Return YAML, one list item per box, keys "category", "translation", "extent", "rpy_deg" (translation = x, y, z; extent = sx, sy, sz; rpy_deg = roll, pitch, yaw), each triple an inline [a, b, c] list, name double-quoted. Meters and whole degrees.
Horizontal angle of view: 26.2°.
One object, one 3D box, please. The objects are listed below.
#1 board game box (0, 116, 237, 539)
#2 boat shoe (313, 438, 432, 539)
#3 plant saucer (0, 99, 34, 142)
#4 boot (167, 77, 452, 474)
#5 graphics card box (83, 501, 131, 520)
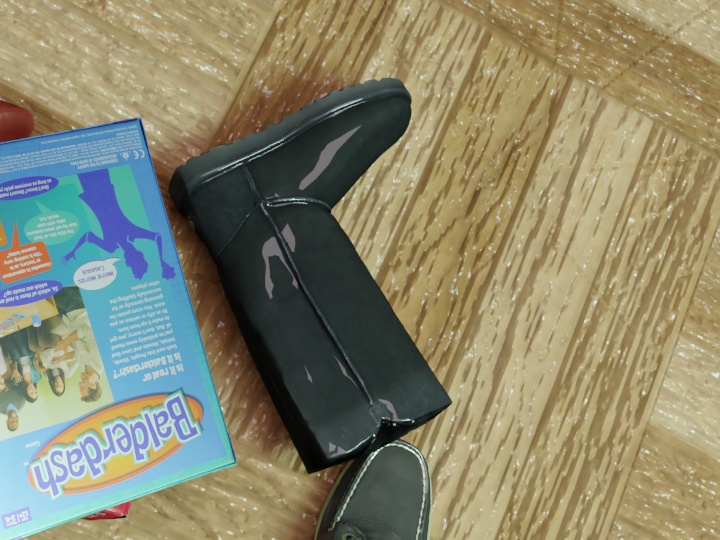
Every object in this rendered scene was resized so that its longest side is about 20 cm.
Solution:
- category: "board game box"
  translation: [-0.163, 0.030, 0.822]
  extent: [0.152, 0.045, 0.201]
  rpy_deg: [-14, 88, -36]
- category: "boat shoe"
  translation: [0.001, 0.187, 0.889]
  extent: [0.071, 0.066, 0.202]
  rpy_deg: [24, 68, -6]
- category: "plant saucer"
  translation: [-0.306, -0.040, 0.874]
  extent: [0.199, 0.037, 0.201]
  rpy_deg: [19, 70, -12]
- category: "boot"
  translation: [-0.001, 0.000, 0.925]
  extent: [0.164, 0.066, 0.201]
  rpy_deg: [-26, 71, -10]
- category: "graphics card box"
  translation: [-0.210, 0.053, 0.843]
  extent: [0.199, 0.051, 0.126]
  rpy_deg: [21, 69, -31]
